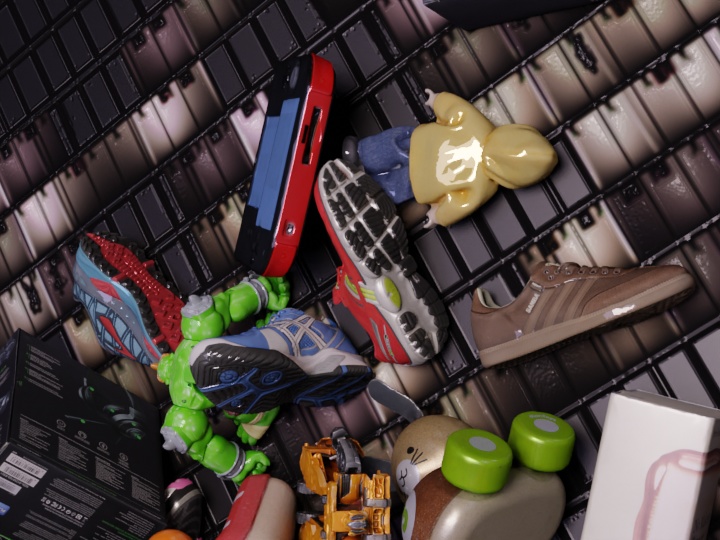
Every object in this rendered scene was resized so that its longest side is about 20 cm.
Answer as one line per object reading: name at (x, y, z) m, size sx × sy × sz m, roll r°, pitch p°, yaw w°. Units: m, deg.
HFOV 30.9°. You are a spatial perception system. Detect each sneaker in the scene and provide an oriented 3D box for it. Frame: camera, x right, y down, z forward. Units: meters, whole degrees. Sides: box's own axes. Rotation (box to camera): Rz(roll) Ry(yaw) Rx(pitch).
sneaker at (0.000, 0.000, 1.169) m, size 0.085 × 0.077 × 0.201 m, roll -18°, pitch 102°, yaw 44°
sneaker at (0.180, 0.020, 1.105) m, size 0.199 × 0.070 × 0.076 m, roll -22°, pitch 76°, yaw 23°
sneaker at (-0.170, 0.304, 1.263) m, size 0.087 × 0.074 × 0.202 m, roll 14°, pitch 98°, yaw 27°
sneaker at (-0.079, 0.078, 1.169) m, size 0.076 × 0.199 × 0.077 m, roll -44°, pitch 57°, yaw 27°
sneaker at (-0.220, 0.055, 1.317) m, size 0.200 × 0.079 × 0.096 m, roll 49°, pitch 130°, yaw 20°

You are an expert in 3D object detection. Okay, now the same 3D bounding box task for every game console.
game console at (-0.076, -0.098, 1.207) m, size 0.177 × 0.031 × 0.202 m, roll -159°, pitch 82°, yaw -70°

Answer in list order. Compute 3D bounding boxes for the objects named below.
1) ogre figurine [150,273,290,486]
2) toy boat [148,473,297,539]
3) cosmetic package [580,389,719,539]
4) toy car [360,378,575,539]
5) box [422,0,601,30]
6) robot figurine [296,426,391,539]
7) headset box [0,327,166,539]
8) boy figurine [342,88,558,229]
ogre figurine at (-0.126, 0.097, 1.221) m, size 0.098 × 0.119 × 0.201 m, roll 33°, pitch 104°, yaw 44°
toy boat at (-0.131, 0.264, 1.159) m, size 0.129 × 0.200 × 0.132 m, roll 7°, pitch 108°, yaw 4°
cosmetic package at (0.232, 0.203, 1.048) m, size 0.087 × 0.103 × 0.202 m, roll 12°, pitch 93°, yaw 25°
toy car at (0.062, 0.178, 1.120) m, size 0.199 × 0.157 × 0.166 m, roll 31°, pitch 117°, yaw 41°
box at (0.145, -0.332, 1.129) m, size 0.181 × 0.104 × 0.202 m, roll -7°, pitch 83°, yaw 25°
robot figurine at (-0.016, 0.206, 1.128) m, size 0.058 × 0.200 × 0.147 m, roll 1°, pitch 87°, yaw -14°
headset box at (-0.281, 0.170, 1.235) m, size 0.093 × 0.174 × 0.200 m, roll -47°, pitch 28°, yaw 16°
boy figurine at (0.080, -0.103, 1.168) m, size 0.198 × 0.064 × 0.126 m, roll -7°, pitch 87°, yaw 25°
